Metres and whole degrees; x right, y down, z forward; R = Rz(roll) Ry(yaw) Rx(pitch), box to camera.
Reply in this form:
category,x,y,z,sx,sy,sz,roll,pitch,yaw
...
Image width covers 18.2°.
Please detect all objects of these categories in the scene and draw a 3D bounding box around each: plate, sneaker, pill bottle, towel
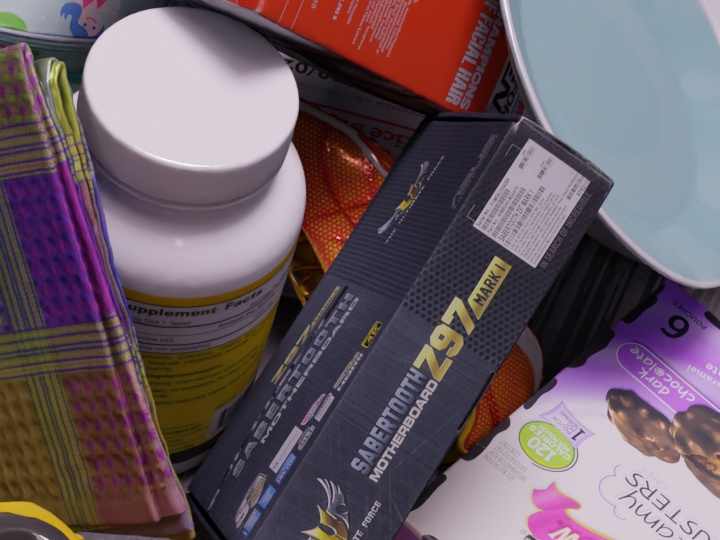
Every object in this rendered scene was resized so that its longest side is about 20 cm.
category,x,y,z,sx,sy,sz,roll,pitch,yaw
plate,0.112,-0.083,0.985,0.200,0.026,0.201,32,47,-42
sneaker,0.000,0.000,1.004,0.200,0.073,0.077,47,64,-3
pill bottle,-0.085,-0.010,0.937,0.112,0.200,0.113,8,50,-10
towel,-0.141,0.017,0.890,0.023,0.143,0.201,-25,102,-47

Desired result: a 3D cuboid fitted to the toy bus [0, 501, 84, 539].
category,x,y,z,sx,sy,sz,roll,pitch,yaw
toy bus,-0.073,0.172,0.852,0.191,0.136,0.200,-12,53,-40

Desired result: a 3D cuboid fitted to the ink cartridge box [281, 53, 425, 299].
category,x,y,z,sx,sy,sz,roll,pitch,yaw
ink cartridge box,0.006,-0.077,1.102,0.115,0.068,0.201,14,51,-3

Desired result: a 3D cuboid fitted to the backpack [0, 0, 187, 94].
category,x,y,z,sx,sy,sz,roll,pitch,yaw
backpack,-0.135,-0.131,1.041,0.177,0.151,0.201,13,81,3

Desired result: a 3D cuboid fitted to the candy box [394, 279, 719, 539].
category,x,y,z,sx,sy,sz,roll,pitch,yaw
candy box,0.130,0.123,0.975,0.168,0.072,0.200,41,52,17

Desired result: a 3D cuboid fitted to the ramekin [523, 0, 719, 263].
category,x,y,z,sx,sy,sz,roll,pitch,yaw
ramekin,0.171,-0.093,1.143,0.199,0.098,0.201,8,50,-10

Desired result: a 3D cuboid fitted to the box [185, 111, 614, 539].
category,x,y,z,sx,sy,sz,roll,pitch,yaw
box,0.009,0.032,0.902,0.051,0.158,0.200,34,88,-11

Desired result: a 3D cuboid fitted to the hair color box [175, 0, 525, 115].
category,x,y,z,sx,sy,sz,roll,pitch,yaw
hair color box,-0.015,-0.120,0.952,0.111,0.064,0.200,23,3,36
